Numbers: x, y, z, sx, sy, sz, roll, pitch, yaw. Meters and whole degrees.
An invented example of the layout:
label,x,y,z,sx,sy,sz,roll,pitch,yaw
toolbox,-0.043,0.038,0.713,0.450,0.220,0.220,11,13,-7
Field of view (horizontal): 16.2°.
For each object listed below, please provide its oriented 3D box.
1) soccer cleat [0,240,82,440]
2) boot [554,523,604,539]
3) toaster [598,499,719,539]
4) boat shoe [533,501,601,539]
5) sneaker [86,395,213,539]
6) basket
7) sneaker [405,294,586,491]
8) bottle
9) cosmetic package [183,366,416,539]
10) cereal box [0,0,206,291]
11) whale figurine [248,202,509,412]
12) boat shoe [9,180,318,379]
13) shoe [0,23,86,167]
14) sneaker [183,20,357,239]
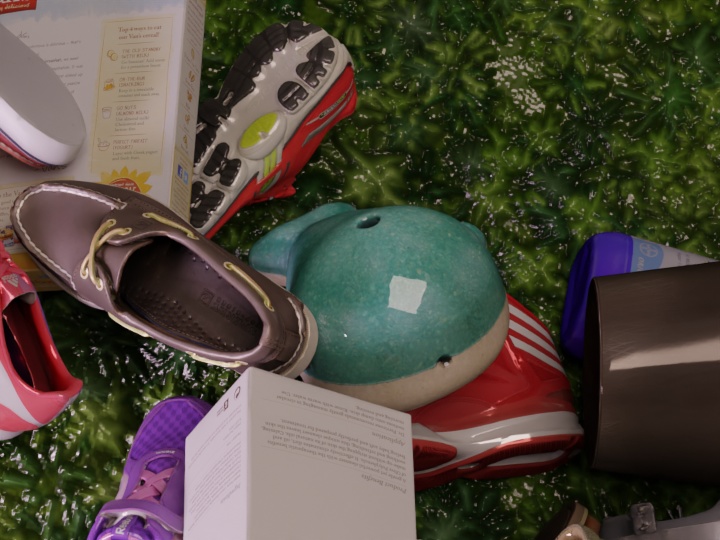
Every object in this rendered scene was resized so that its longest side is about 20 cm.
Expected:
label,x,y,z,sx,sy,sz,roll,pitch,yaw
soccer cleat,-0.222,-0.002,1.426,0.068,0.073,0.200,-32,99,-49
boot,0.144,0.225,1.232,0.155,0.072,0.200,40,28,-18
toaster,0.207,0.200,1.447,0.113,0.200,0.130,-12,77,19
boat shoe,0.102,0.235,1.473,0.068,0.072,0.200,29,76,-6
sneaker,-0.114,0.147,1.407,0.080,0.089,0.201,-3,52,19
basket,0.233,0.062,1.471,0.199,0.181,0.136,0,31,1
sneaker,0.032,0.068,1.520,0.199,0.078,0.116,0,61,-26
bottle,0.226,0.039,1.570,0.199,0.065,0.084,16,63,-7
cosmetic package,-0.032,0.163,1.339,0.107,0.085,0.200,19,49,-23
cereal box,-0.168,-0.087,1.506,0.143,0.040,0.201,-3,68,18
whale figurine,0.000,0.000,1.470,0.159,0.104,0.200,-26,33,-14
boat shoe,-0.117,0.000,1.403,0.200,0.060,0.072,29,91,21
shoe,-0.251,-0.109,1.489,0.200,0.091,0.071,44,24,15
sneaker,-0.074,-0.058,1.532,0.200,0.085,0.077,-44,56,-4
